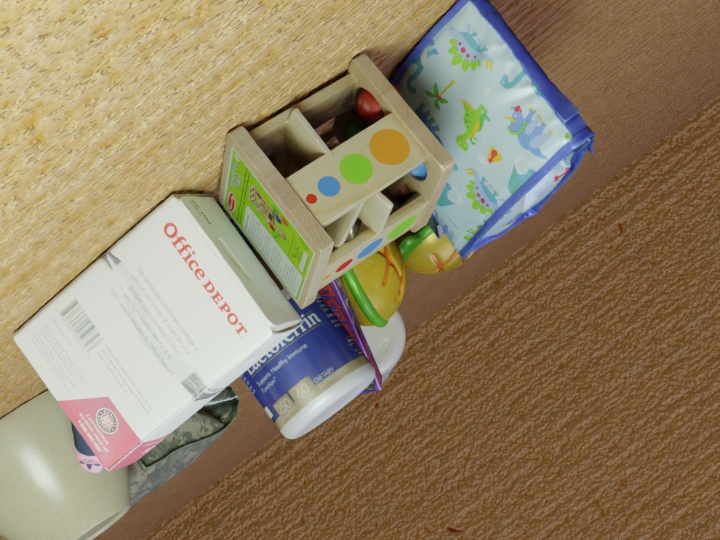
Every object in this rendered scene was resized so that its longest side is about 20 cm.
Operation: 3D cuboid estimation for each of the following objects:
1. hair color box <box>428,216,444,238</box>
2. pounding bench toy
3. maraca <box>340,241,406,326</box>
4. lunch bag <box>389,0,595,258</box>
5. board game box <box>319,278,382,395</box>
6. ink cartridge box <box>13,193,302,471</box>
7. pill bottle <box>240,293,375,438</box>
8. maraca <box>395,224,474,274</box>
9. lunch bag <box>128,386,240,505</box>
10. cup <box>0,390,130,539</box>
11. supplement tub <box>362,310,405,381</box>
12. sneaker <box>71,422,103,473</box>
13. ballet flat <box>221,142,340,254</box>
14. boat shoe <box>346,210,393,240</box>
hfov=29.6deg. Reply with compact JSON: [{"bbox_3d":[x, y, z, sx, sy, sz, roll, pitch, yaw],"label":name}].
[{"bbox_3d":[0.116,-0.104,1.672,0.100,0.061,0.200,-37,172,0],"label":"hair color box"},{"bbox_3d":[-0.023,-0.063,1.170,0.156,0.124,0.200,-33,166,-21],"label":"pounding bench toy"},{"bbox_3d":[0.000,0.000,1.586,0.107,0.138,0.200,-22,-179,8],"label":"maraca"},{"bbox_3d":[0.116,-0.137,1.233,0.127,0.170,0.200,-32,169,-25],"label":"lunch bag"},{"bbox_3d":[-0.062,0.066,1.502,0.120,0.200,0.032,-16,-144,11],"label":"board game box"},{"bbox_3d":[-0.171,0.051,1.159,0.200,0.147,0.083,-39,172,16],"label":"ink cartridge box"},{"bbox_3d":[-0.086,0.060,1.380,0.116,0.200,0.116,-37,171,-7],"label":"pill bottle"},{"bbox_3d":[0.095,-0.045,1.863,0.200,0.107,0.137,-31,163,-33],"label":"maraca"},{"bbox_3d":[-0.269,0.219,1.783,0.200,0.118,0.164,-20,161,-48],"label":"lunch bag"},{"bbox_3d":[-0.333,0.230,1.490,0.200,0.143,0.200,-36,172,-6],"label":"cup"},{"bbox_3d":[-0.008,0.121,2.213,0.145,0.145,0.200,-35,172,-13],"label":"supplement tub"},{"bbox_3d":[-0.260,0.149,1.453,0.200,0.070,0.082,-43,143,-72],"label":"sneaker"},{"bbox_3d":[-0.070,-0.066,1.272,0.200,0.076,0.064,-29,-159,-19],"label":"ballet flat"},{"bbox_3d":[0.033,-0.091,1.505,0.067,0.072,0.200,7,-141,46],"label":"boat shoe"}]
